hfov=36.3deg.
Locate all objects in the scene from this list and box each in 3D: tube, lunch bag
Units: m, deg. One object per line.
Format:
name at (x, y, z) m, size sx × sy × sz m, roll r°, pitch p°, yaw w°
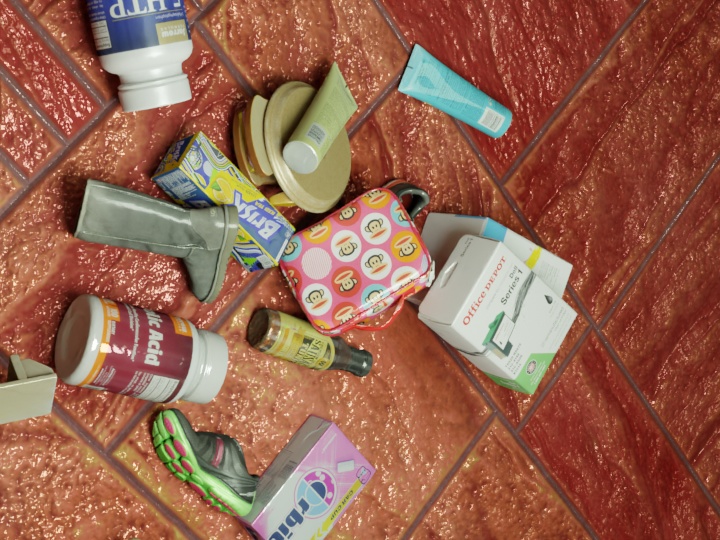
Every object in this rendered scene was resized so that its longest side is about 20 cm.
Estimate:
tube at (-0.050, -0.206, 1.508) m, size 0.052 × 0.058 × 0.201 m, roll 22°, pitch 43°, yaw 4°
tube at (0.149, -0.272, 1.714) m, size 0.199 × 0.050 × 0.078 m, roll 26°, pitch 76°, yaw -29°
lunch bag at (0.000, 0.000, 1.540) m, size 0.199 × 0.082 × 0.177 m, roll -28°, pitch 78°, yaw -1°

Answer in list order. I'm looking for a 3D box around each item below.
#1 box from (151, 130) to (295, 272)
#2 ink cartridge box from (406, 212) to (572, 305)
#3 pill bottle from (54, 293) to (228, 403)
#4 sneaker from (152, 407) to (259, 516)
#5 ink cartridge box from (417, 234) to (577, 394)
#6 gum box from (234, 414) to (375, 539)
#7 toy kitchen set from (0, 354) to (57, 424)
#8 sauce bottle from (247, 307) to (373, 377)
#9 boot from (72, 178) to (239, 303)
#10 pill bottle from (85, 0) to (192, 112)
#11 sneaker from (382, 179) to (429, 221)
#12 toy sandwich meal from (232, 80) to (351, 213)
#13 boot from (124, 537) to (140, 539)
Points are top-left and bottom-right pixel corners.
box at (-0.181, -0.089, 1.475) m, size 0.200 × 0.064 × 0.070 m, roll 47°, pitch 50°, yaw -30°
ink cartridge box at (0.198, 0.016, 1.713) m, size 0.199 × 0.146 × 0.147 m, roll 24°, pitch 82°, yaw -34°
pill bottle at (-0.278, 0.107, 1.406) m, size 0.199 × 0.114 × 0.115 m, roll 17°, pitch 85°, yaw -35°
sneaker at (-0.211, 0.253, 1.505) m, size 0.201 × 0.076 × 0.084 m, roll 54°, pitch 48°, yaw -30°
ink cartridge box at (0.198, 0.063, 1.580) m, size 0.200 × 0.084 × 0.147 m, roll 39°, pitch 76°, yaw -33°
gum box at (-0.084, 0.326, 1.594) m, size 0.200 × 0.066 × 0.114 m, roll -50°, pitch 118°, yaw -20°
toy kitchen set at (-0.466, 0.089, 1.299) m, size 0.162 × 0.181 × 0.201 m, roll -8°, pitch 139°, yaw -31°
sauce bottle at (-0.067, 0.109, 1.585) m, size 0.199 × 0.066 × 0.067 m, roll 20°, pitch 83°, yaw -33°
boot at (-0.270, -0.034, 1.414) m, size 0.198 × 0.073 × 0.183 m, roll 2°, pitch 132°, yaw -21°
pill bottle at (-0.274, -0.305, 1.364) m, size 0.119 × 0.119 × 0.202 m, roll -19°, pitch 106°, yaw -32°
sneaker at (0.023, -0.068, 1.620) m, size 0.200 × 0.082 × 0.077 m, roll -44°, pitch 118°, yaw -21°
toy sandwich meal at (-0.092, -0.168, 1.536) m, size 0.204 × 0.070 × 0.207 m, roll 19°, pitch 66°, yaw -51°
boot at (-0.242, 0.424, 1.491) m, size 0.154 × 0.072 × 0.202 m, roll -24°, pitch 113°, yaw -30°
